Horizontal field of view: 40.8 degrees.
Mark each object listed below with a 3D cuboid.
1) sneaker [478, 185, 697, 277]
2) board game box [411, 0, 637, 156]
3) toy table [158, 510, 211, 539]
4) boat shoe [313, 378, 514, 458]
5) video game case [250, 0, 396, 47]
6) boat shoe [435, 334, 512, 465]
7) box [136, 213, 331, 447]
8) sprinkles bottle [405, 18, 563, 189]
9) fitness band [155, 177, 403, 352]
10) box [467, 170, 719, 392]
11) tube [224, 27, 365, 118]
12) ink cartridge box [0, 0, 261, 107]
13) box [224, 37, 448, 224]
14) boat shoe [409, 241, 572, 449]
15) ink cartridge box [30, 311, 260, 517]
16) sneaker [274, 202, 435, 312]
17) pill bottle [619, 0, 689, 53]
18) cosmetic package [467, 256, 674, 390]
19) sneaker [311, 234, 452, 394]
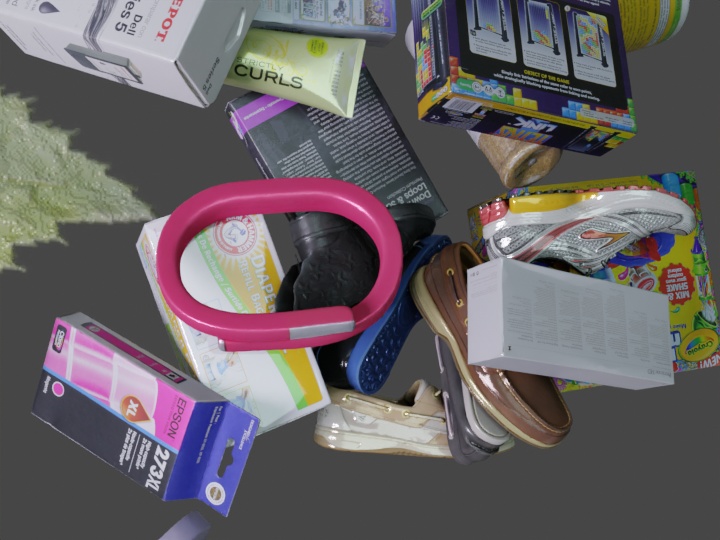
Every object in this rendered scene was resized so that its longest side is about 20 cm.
[{"bbox_3d":[0.204,-0.031,0.866,0.197,0.078,0.083,-6,89,-6],"label":"sneaker"},{"bbox_3d":[0.141,-0.200,0.850,0.198,0.057,0.167,8,68,-27],"label":"board game box"},{"bbox_3d":[-0.164,0.313,0.793,0.117,0.184,0.200,40,82,9],"label":"toy table"},{"bbox_3d":[0.055,0.138,0.921,0.198,0.074,0.070,5,88,-15],"label":"boat shoe"},{"bbox_3d":[-0.057,-0.331,0.960,0.179,0.045,0.203,1,83,-15],"label":"video game case"},{"bbox_3d":[0.097,0.087,0.911,0.066,0.057,0.201,20,43,-24],"label":"boat shoe"},{"bbox_3d":[-0.117,0.043,0.861,0.100,0.112,0.202,-20,88,-18],"label":"box"},{"bbox_3d":[0.117,-0.173,0.937,0.068,0.069,0.201,-21,61,-18],"label":"sprinkles bottle"},{"bbox_3d":[-0.063,-0.008,0.777,0.197,0.038,0.145,-3,59,-6],"label":"fitness band"},{"bbox_3d":[0.231,0.014,0.964,0.198,0.122,0.195,-7,86,-17],"label":"box"},{"bbox_3d":[-0.097,-0.198,0.904,0.198,0.052,0.059,11,124,-1],"label":"tube"},{"bbox_3d":[-0.200,-0.245,0.843,0.198,0.084,0.147,18,76,17],"label":"ink cartridge box"},{"bbox_3d":[-0.022,-0.106,0.948,0.142,0.036,0.201,-31,91,-17],"label":"box"},{"bbox_3d":[0.122,0.063,0.853,0.072,0.068,0.201,-17,67,-47],"label":"boat shoe"},{"bbox_3d":[-0.183,0.121,0.805,0.198,0.037,0.096,26,107,18],"label":"ink cartridge box"},{"bbox_3d":[0.002,-0.001,0.860,0.198,0.060,0.105,-4,72,-42],"label":"sneaker"},{"bbox_3d":[0.229,-0.270,1.003,0.198,0.111,0.112,-19,89,-18],"label":"pill bottle"},{"bbox_3d":[0.181,0.050,0.826,0.198,0.050,0.084,12,69,-31],"label":"cosmetic package"},{"bbox_3d":[0.018,0.032,0.927,0.200,0.077,0.071,-51,137,-36],"label":"sneaker"}]
